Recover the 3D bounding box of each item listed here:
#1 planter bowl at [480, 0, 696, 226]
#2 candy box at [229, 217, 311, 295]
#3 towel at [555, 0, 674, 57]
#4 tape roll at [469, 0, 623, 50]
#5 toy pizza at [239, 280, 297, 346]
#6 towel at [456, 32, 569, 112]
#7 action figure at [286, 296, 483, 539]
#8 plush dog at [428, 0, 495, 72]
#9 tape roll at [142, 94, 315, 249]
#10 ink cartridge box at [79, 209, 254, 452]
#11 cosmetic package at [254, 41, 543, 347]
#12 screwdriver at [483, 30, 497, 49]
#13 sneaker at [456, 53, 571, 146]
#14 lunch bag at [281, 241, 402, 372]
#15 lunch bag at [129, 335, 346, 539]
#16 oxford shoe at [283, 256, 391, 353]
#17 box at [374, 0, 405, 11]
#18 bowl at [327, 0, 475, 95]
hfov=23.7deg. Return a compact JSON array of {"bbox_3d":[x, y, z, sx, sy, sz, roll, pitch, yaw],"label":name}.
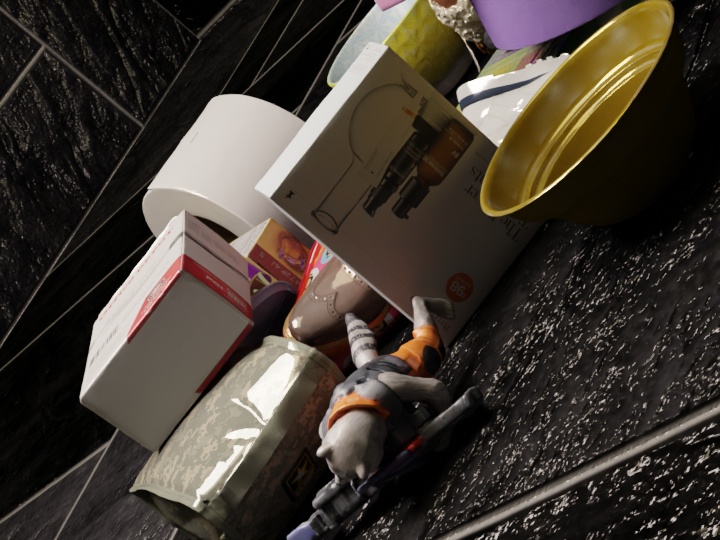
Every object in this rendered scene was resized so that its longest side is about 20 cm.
[{"bbox_3d":[0.183,-0.094,1.249,0.200,0.083,0.201,-46,16,17],"label":"planter bowl"},{"bbox_3d":[-0.104,0.028,1.752,0.200,0.116,0.057,-26,28,57],"label":"candy box"},{"bbox_3d":[0.232,-0.233,1.554,0.200,0.023,0.153,-46,15,22],"label":"towel"},{"bbox_3d":[0.185,-0.285,1.514,0.199,0.085,0.200,-29,18,10],"label":"tape roll"},{"bbox_3d":[-0.120,0.097,1.604,0.201,0.032,0.201,-54,-20,-29],"label":"toy pizza"},{"bbox_3d":[0.157,-0.204,1.625,0.201,0.023,0.143,-55,14,-23],"label":"towel"},{"bbox_3d":[-0.003,0.112,1.283,0.200,0.105,0.194,-42,7,18],"label":"action figure"},{"bbox_3d":[0.168,-0.315,1.783,0.171,0.161,0.201,-26,39,19],"label":"plush dog"},{"bbox_3d":[-0.120,-0.075,1.880,0.140,0.202,0.202,-57,16,-25],"label":"tape roll"},{"bbox_3d":[-0.168,0.048,1.504,0.147,0.083,0.200,-51,14,10],"label":"ink cartridge box"},{"bbox_3d":[0.039,-0.059,1.364,0.151,0.200,0.052,-51,22,-1],"label":"cosmetic package"},{"bbox_3d":[0.166,-0.229,1.559,0.028,0.029,0.200,-53,14,-18],"label":"screwdriver"},{"bbox_3d":[0.163,-0.132,1.453,0.199,0.076,0.081,-15,69,51],"label":"sneaker"},{"bbox_3d":[0.000,0.000,1.593,0.176,0.082,0.201,-47,16,35],"label":"lunch bag"},{"bbox_3d":[-0.090,0.148,1.417,0.165,0.117,0.200,-54,9,-16],"label":"lunch bag"},{"bbox_3d":[0.009,-0.011,1.427,0.200,0.071,0.073,-44,-26,-23],"label":"oxford shoe"},{"bbox_3d":[0.094,-0.341,1.522,0.175,0.097,0.200,-22,20,30],"label":"box"},{"bbox_3d":[0.065,-0.252,1.931,0.200,0.107,0.200,-46,16,17],"label":"bowl"}]
